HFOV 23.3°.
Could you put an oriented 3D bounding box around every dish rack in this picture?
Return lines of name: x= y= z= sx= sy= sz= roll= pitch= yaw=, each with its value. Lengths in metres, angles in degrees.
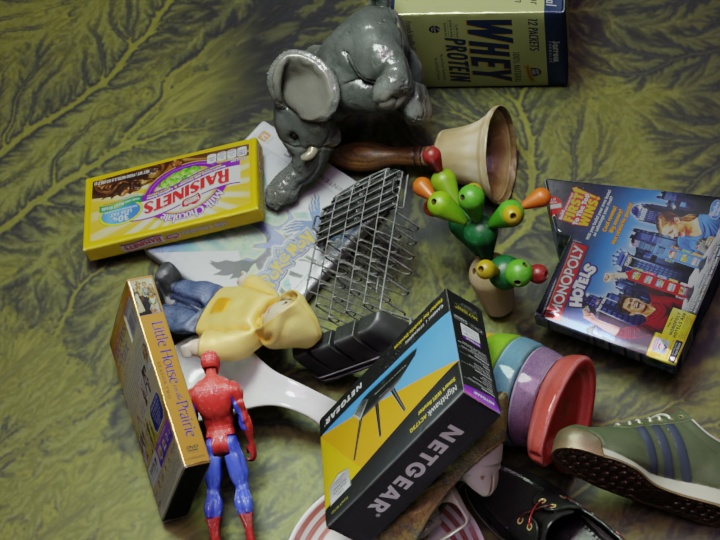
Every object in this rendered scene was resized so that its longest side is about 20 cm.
dish rack: x=0.000 y=0.000 z=1.749 sx=0.153 sy=0.054 sz=0.201 roll=-22 pitch=50 yaw=46

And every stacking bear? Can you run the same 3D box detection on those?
stacking bear: x=0.117 y=0.112 z=1.694 sx=0.199 sy=0.121 sz=0.114 roll=15 pitch=85 yaw=28

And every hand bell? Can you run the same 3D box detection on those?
hand bell: x=0.057 y=-0.120 z=1.860 sx=0.199 sy=0.104 sz=0.105 roll=0 pitch=60 yaw=23

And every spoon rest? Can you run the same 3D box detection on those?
spoon rest: x=-0.112 y=0.120 z=1.747 sx=0.199 sy=0.061 sz=0.100 roll=15 pitch=64 yaw=15

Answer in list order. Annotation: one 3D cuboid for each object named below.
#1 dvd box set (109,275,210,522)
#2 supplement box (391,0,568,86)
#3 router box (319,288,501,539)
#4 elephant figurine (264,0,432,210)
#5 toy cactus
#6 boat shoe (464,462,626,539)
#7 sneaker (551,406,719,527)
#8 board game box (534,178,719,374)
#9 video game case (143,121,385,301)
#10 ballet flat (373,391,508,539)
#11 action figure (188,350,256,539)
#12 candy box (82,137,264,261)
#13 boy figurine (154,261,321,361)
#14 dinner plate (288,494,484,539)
dvd box set: x=-0.197 y=0.126 z=1.695 sx=0.029 sy=0.146 sz=0.201 roll=-11 pitch=65 yaw=-21
supplement box: x=0.129 y=-0.319 z=1.916 sx=0.199 sy=0.134 sz=0.201 roll=0 pitch=61 yaw=8
router box: x=0.042 y=0.135 z=1.611 sx=0.200 sy=0.051 sz=0.150 roll=-48 pitch=27 yaw=26
elephant figurine: x=-0.037 y=-0.182 z=1.818 sx=0.199 sy=0.142 sz=0.156 roll=-17 pitch=56 yaw=14
toy cactus: x=0.129 y=-0.029 z=1.737 sx=0.102 sy=0.166 sz=0.200 roll=-32 pitch=43 yaw=-17
boat shoe: x=0.181 y=0.239 z=1.640 sx=0.201 sy=0.063 sz=0.074 roll=37 pitch=74 yaw=26
sneaker: x=0.275 y=0.167 z=1.637 sx=0.199 sy=0.067 sz=0.090 roll=22 pitch=61 yaw=-12
board game box: x=0.260 y=-0.008 z=1.766 sx=0.199 sy=0.062 sz=0.201 roll=20 pitch=65 yaw=19
video game case: x=-0.100 y=-0.045 z=1.860 sx=0.182 sy=0.022 sz=0.200 roll=34 pitch=71 yaw=23
ballet flat: x=0.087 y=0.199 z=1.611 sx=0.200 sy=0.071 sz=0.071 roll=-50 pitch=61 yaw=17
action figure: x=-0.134 y=0.177 z=1.688 sx=0.065 sy=0.052 sz=0.201 roll=-8 pitch=88 yaw=6
candy box: x=-0.200 y=-0.076 z=1.867 sx=0.199 sy=0.026 sz=0.103 roll=-13 pitch=54 yaw=11
boy figurine: x=-0.130 y=0.046 z=1.743 sx=0.199 sy=0.065 sz=0.124 roll=10 pitch=43 yaw=36
dinner plate: x=0.024 y=0.289 z=1.654 sx=0.199 sy=0.024 sz=0.201 roll=-4 pitch=60 yaw=6
